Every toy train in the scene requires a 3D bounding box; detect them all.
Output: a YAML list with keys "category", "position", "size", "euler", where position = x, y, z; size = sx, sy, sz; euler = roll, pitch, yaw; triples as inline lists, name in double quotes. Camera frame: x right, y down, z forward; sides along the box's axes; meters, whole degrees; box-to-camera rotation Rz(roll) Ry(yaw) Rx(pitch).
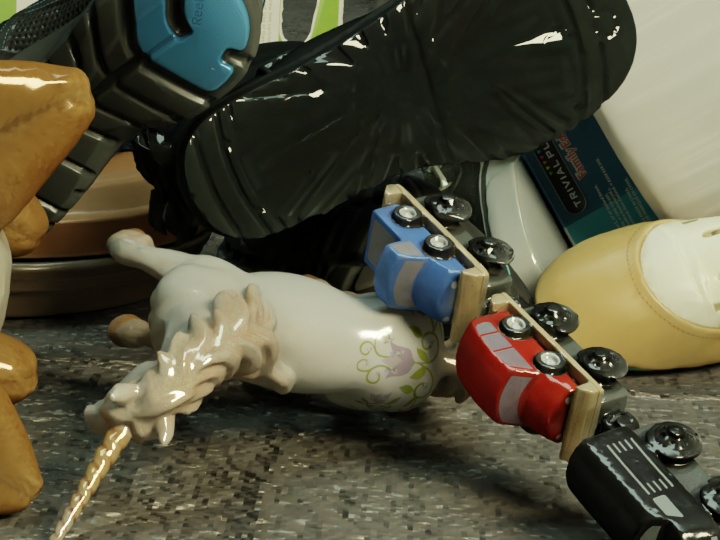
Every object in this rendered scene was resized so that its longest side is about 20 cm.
- category: "toy train"
  position: [0.056, 0.033, 0.707]
  size: [0.045, 0.034, 0.200]
  euler: [-14, 42, -28]

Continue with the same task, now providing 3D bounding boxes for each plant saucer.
- category: "plant saucer"
  position: [-0.164, -0.042, 0.984]
  size: [0.198, 0.033, 0.200]
  euler: [2, 13, 0]
- category: "plant saucer"
  position: [-0.167, -0.013, 0.986]
  size: [0.198, 0.030, 0.200]
  euler: [2, 14, -1]

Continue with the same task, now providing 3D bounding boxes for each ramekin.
- category: "ramekin"
  position: [0.152, -0.105, 0.964]
  size: [0.097, 0.202, 0.200]
  euler: [-28, 6, 16]

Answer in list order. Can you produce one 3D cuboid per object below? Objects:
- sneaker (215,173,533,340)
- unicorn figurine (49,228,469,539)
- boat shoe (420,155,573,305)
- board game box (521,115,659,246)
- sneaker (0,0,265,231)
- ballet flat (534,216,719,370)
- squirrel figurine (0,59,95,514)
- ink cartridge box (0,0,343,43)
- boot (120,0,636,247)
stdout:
- category: "sneaker"
  position: [0.000, 0.000, 0.923]
  size: [0.079, 0.076, 0.200]
  euler: [28, -5, -27]
- category: "unicorn figurine"
  position: [-0.039, 0.026, 0.751]
  size: [0.198, 0.075, 0.137]
  euler: [-7, 12, -27]
- category: "boat shoe"
  position: [0.060, -0.020, 1.008]
  size: [0.063, 0.071, 0.200]
  euler: [-28, 19, 10]
- category: "board game box"
  position: [0.112, -0.078, 1.058]
  size: [0.047, 0.152, 0.200]
  euler: [-28, 6, 15]
- category: "sneaker"
  position: [-0.113, -0.067, 0.815]
  size: [0.199, 0.074, 0.082]
  euler: [-25, 22, 22]
- category: "ballet flat"
  position: [0.165, -0.001, 0.895]
  size: [0.198, 0.069, 0.063]
  euler: [-4, -28, -29]
- category: "squirrel figurine"
  position: [-0.203, -0.003, 0.719]
  size: [0.198, 0.143, 0.186]
  euler: [-1, 7, -25]
- category: "ink cartridge box"
  position: [-0.105, -0.139, 1.017]
  size: [0.199, 0.149, 0.075]
  euler: [-6, 15, -39]
- category: "boot"
  position: [-0.004, -0.070, 0.859]
  size: [0.197, 0.074, 0.162]
  euler: [-25, 11, -9]
